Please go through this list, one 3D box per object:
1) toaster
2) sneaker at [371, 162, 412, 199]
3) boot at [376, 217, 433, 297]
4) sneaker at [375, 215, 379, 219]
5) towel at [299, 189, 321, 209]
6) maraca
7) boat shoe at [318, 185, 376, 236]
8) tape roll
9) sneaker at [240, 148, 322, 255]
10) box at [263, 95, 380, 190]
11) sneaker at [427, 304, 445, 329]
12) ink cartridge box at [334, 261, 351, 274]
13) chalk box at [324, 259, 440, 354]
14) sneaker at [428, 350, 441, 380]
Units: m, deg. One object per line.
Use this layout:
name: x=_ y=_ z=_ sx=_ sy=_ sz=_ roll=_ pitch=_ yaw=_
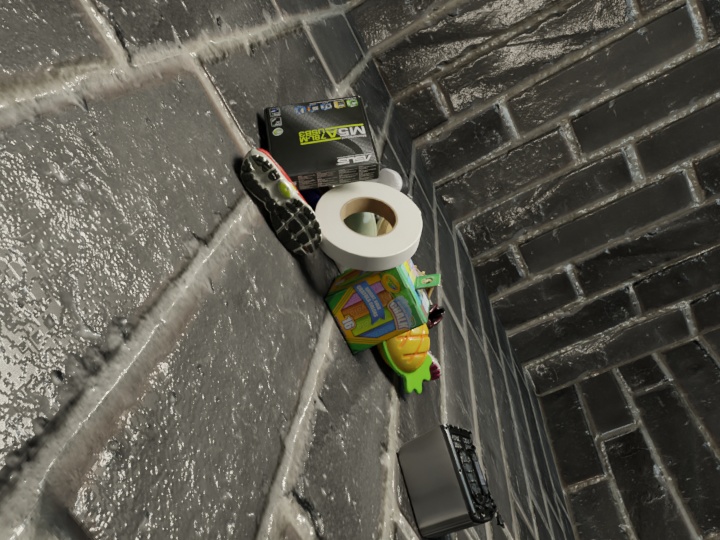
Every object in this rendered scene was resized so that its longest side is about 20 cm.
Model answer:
toaster: x=0.170 y=0.403 z=1.174 sx=0.180 sy=0.117 sz=0.204 roll=34 pitch=34 yaw=-60
sneaker: x=0.050 y=-0.237 z=1.566 sx=0.200 sy=0.076 sz=0.113 roll=43 pitch=14 yaw=33
boot: x=0.094 y=-0.018 z=1.353 sx=0.072 sy=0.154 sz=0.204 roll=-14 pitch=122 yaw=-42
sneaker: x=0.025 y=-0.156 z=1.484 sx=0.196 sy=0.077 sz=0.081 roll=22 pitch=-4 yaw=-6
towel: x=-0.102 y=-0.202 z=1.282 sx=0.200 sy=0.049 sz=0.150 roll=40 pitch=31 yaw=-57
maraca: x=0.096 y=0.160 z=1.299 sx=0.137 sy=0.106 sz=0.203 roll=-41 pitch=114 yaw=-42
boat shoe: x=-0.031 y=-0.131 z=1.227 sx=0.060 sy=0.071 sz=0.204 roll=1 pitch=-61 yaw=58
tape roll: x=0.014 y=-0.084 z=1.119 sx=0.038 sy=0.198 sz=0.205 roll=98 pitch=-12 yaw=-46
sneaker: x=-0.125 y=-0.121 z=1.050 sx=0.202 sy=0.076 sz=0.085 roll=59 pitch=12 yaw=-23
box: x=-0.075 y=-0.239 z=1.162 sx=0.048 sy=0.195 sz=0.196 roll=88 pitch=-8 yaw=-51
sneaker: x=0.162 y=0.113 z=1.568 sx=0.077 sy=0.114 sz=0.200 roll=61 pitch=17 yaw=-12
ink cartridge box: x=0.000 y=0.000 z=1.318 sx=0.202 sy=0.050 sz=0.109 roll=60 pitch=18 yaw=-15
chalk box: x=0.054 y=0.044 z=1.161 sx=0.126 sy=0.197 sz=0.125 roll=61 pitch=16 yaw=-12
sneaker: x=0.128 y=0.179 z=1.439 sx=0.200 sy=0.073 sz=0.089 roll=49 pitch=29 yaw=-35
